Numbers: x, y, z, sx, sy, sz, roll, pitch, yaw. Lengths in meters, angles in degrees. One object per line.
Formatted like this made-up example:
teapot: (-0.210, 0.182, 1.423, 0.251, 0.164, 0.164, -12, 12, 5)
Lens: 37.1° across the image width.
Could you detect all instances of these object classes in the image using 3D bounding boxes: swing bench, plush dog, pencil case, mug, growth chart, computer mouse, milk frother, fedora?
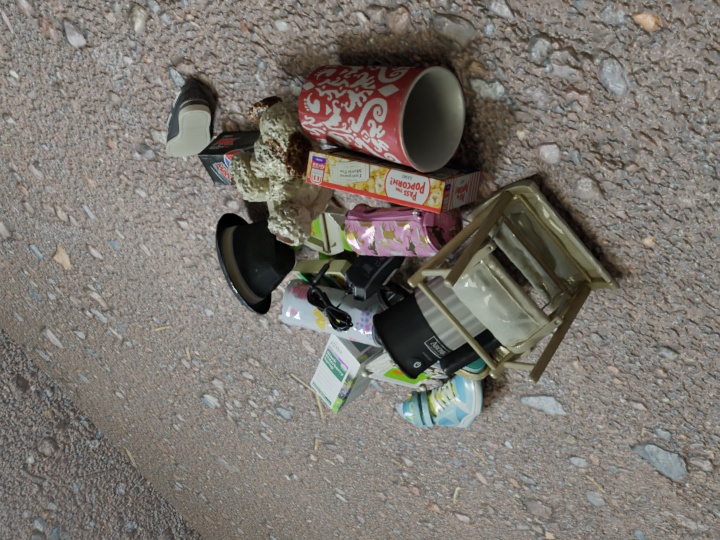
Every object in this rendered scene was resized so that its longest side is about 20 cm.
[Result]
swing bench: (0.213, 0.015, 1.484, 0.199, 0.200, 0.130, 48, 164, -15)
plush dog: (-0.098, -0.163, 1.561, 0.200, 0.160, 0.172, 50, 159, 37)
pencil case: (-0.036, 0.070, 1.816, 0.199, 0.091, 0.084, 13, 107, 30)
pencil case: (0.061, -0.062, 1.594, 0.199, 0.082, 0.087, 0, 110, 52)
mug: (0.029, -0.196, 1.448, 0.199, 0.134, 0.178, 15, 142, 40)
growth chart: (0.083, 0.164, 1.798, 0.144, 0.018, 0.200, 13, 159, -11)
computer mouse: (0.000, 0.000, 1.726, 0.046, 0.201, 0.140, 35, 178, -41)
milk frother: (0.122, 0.044, 1.666, 0.180, 0.188, 0.201, 35, -155, -57)
fedora: (-0.173, -0.026, 1.884, 0.091, 0.201, 0.201, -24, 121, 17)

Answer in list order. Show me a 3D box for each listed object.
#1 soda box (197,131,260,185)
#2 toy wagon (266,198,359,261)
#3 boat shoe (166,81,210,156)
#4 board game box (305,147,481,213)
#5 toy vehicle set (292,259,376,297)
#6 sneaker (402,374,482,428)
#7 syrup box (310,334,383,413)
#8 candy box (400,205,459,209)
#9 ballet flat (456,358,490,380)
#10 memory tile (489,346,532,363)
soda box: (-0.170, -0.181, 1.740, 0.199, 0.071, 0.064, 5, 133, 44)
toy wagon: (-0.070, -0.077, 1.808, 0.199, 0.040, 0.156, 24, 148, 23)
boat shoe: (-0.290, -0.251, 1.810, 0.200, 0.072, 0.063, 132, 129, -66)
board game box: (0.048, -0.130, 1.474, 0.199, 0.151, 0.047, 15, 106, 23)
toy vehicle set: (-0.014, 0.048, 1.892, 0.124, 0.027, 0.200, 1, 146, 46)
sneaker: (0.143, 0.230, 1.904, 0.129, 0.080, 0.200, -2, 149, -7)
syrup box: (-0.021, 0.167, 1.931, 0.079, 0.081, 0.200, 47, 149, 16)
candy box: (0.059, -0.137, 1.596, 0.199, 0.026, 0.102, 28, 152, 17)
ballet flat: (0.132, 0.130, 1.822, 0.199, 0.071, 0.071, 26, 149, 21)
memory tile: (0.182, 0.091, 1.789, 0.200, 0.017, 0.153, 40, 151, -5)
